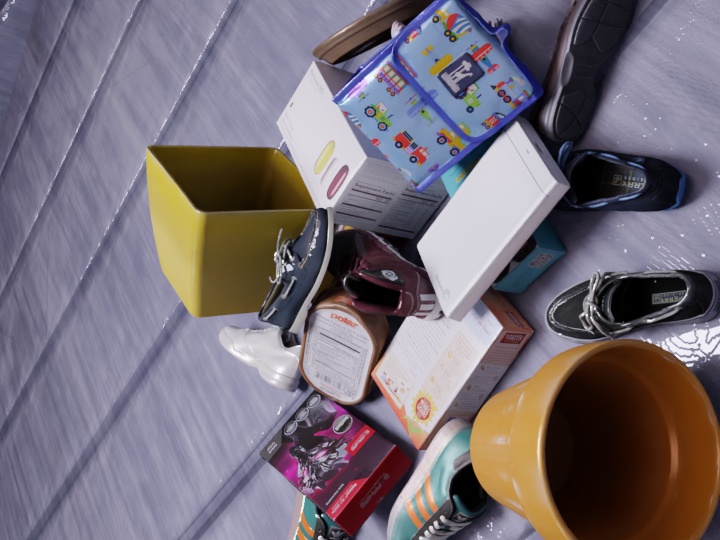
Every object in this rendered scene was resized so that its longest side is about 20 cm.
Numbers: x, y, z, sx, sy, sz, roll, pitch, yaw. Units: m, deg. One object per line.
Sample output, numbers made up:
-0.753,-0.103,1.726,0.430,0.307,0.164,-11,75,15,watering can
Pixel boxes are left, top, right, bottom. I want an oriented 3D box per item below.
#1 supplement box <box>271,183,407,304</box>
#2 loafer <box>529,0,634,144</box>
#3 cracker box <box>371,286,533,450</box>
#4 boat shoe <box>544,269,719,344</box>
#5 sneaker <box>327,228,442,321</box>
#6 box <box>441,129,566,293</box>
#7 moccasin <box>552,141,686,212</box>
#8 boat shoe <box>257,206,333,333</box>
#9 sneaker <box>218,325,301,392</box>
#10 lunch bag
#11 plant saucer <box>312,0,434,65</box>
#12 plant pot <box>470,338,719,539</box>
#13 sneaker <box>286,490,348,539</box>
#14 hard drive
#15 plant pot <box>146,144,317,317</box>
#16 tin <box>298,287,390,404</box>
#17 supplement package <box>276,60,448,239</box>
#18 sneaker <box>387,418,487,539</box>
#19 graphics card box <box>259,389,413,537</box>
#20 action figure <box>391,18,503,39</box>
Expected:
-0.045,-0.041,1.248,0.200,0.103,0.131,44,118,45,supplement box
0.235,-0.241,0.960,0.063,0.072,0.200,39,115,55,loafer
0.106,0.102,1.067,0.200,0.058,0.134,-60,42,26,cracker box
0.255,0.035,0.880,0.199,0.068,0.074,-7,78,51,boat shoe
0.000,0.000,1.051,0.200,0.115,0.076,25,106,36,sneaker
0.160,-0.077,1.037,0.082,0.049,0.200,-48,49,36,box
0.242,-0.102,0.922,0.200,0.068,0.081,2,86,54,moccasin
-0.081,-0.002,1.099,0.075,0.062,0.200,-88,16,-44,boat shoe
-0.147,0.116,1.389,0.200,0.075,0.089,27,92,45,sneaker
0.095,-0.209,0.977,0.200,0.151,0.094,-35,16,40,lunch bag
0.030,-0.323,1.159,0.200,0.200,0.029,-17,104,49,plant saucer
0.205,0.172,0.841,0.183,0.200,0.200,158,114,-66,plant pot
-0.053,0.367,1.210,0.080,0.071,0.200,-6,77,56,sneaker
0.141,-0.058,0.977,0.200,0.027,0.132,-55,33,29,hard drive
-0.176,-0.048,1.189,0.200,0.200,0.177,46,129,45,plant pot
-0.024,0.105,1.166,0.112,0.042,0.200,23,137,10,tin
0.004,-0.159,1.164,0.111,0.156,0.200,-53,46,31,supplement package
0.096,0.277,1.025,0.080,0.071,0.200,43,116,51,sneaker
-0.037,0.253,1.184,0.125,0.051,0.200,-48,36,-12,graphics card box
0.090,-0.241,1.098,0.200,0.134,0.149,-14,97,27,action figure
